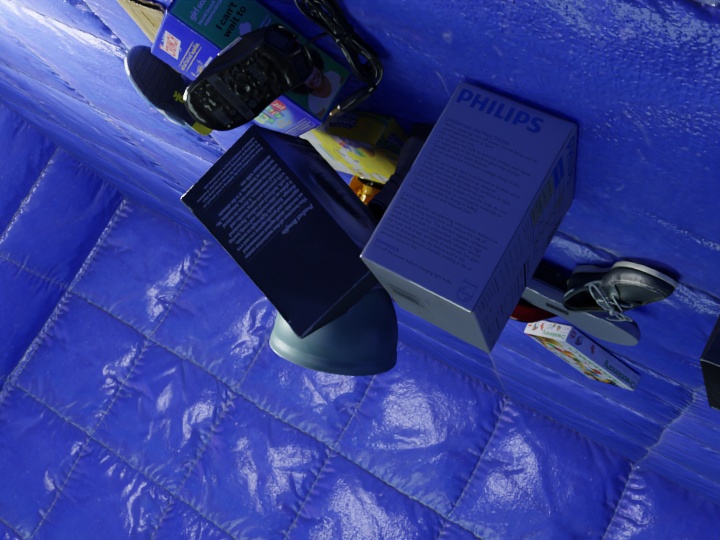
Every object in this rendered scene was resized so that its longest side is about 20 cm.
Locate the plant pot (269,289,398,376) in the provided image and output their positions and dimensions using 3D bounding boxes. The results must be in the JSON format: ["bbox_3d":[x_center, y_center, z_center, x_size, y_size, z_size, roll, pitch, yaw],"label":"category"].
[{"bbox_3d":[-0.030,0.060,1.182,0.199,0.135,0.200,10,-166,-3],"label":"plant pot"}]

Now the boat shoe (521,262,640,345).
[{"bbox_3d":[0.315,0.042,1.119,0.199,0.057,0.069,27,162,12],"label":"boat shoe"}]

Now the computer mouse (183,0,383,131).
[{"bbox_3d":[-0.075,-0.199,0.798,0.140,0.199,0.046,36,-146,-38],"label":"computer mouse"}]

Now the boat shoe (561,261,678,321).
[{"bbox_3d":[0.323,0.028,0.992,0.075,0.062,0.200,34,170,-17],"label":"boat shoe"}]

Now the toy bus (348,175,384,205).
[{"bbox_3d":[0.082,-0.060,1.127,0.191,0.137,0.200,17,-178,-33],"label":"toy bus"}]

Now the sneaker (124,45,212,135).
[{"bbox_3d":[-0.316,-0.288,1.247,0.082,0.074,0.200,26,169,35],"label":"sneaker"}]

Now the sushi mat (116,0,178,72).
[{"bbox_3d":[-0.271,-0.323,1.092,0.095,0.012,0.200,25,171,18],"label":"sushi mat"}]

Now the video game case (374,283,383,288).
[{"bbox_3d":[0.000,0.000,1.102,0.199,0.019,0.143,1,-167,-38],"label":"video game case"}]

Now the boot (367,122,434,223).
[{"bbox_3d":[0.095,-0.072,0.938,0.200,0.132,0.070,36,168,-34],"label":"boot"}]

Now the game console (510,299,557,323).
[{"bbox_3d":[0.221,0.035,1.254,0.199,0.031,0.176,24,-167,34],"label":"game console"}]

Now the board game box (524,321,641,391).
[{"bbox_3d":[0.426,0.161,1.488,0.199,0.035,0.126,33,170,-22],"label":"board game box"}]

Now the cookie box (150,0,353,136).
[{"bbox_3d":[-0.131,-0.243,0.895,0.199,0.075,0.171,32,170,-19],"label":"cookie box"}]

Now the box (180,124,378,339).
[{"bbox_3d":[-0.063,-0.048,0.885,0.199,0.123,0.200,49,-167,4],"label":"box"}]

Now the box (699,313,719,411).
[{"bbox_3d":[0.459,0.107,0.856,0.122,0.106,0.200,23,168,34],"label":"box"}]

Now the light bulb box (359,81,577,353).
[{"bbox_3d":[0.119,-0.045,0.790,0.124,0.201,0.198,27,171,20],"label":"light bulb box"}]

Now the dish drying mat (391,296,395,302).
[{"bbox_3d":[0.143,0.013,1.165,0.199,0.018,0.077,-16,176,3],"label":"dish drying mat"}]

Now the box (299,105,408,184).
[{"bbox_3d":[0.007,-0.161,1.006,0.199,0.049,0.117,25,170,42],"label":"box"}]
